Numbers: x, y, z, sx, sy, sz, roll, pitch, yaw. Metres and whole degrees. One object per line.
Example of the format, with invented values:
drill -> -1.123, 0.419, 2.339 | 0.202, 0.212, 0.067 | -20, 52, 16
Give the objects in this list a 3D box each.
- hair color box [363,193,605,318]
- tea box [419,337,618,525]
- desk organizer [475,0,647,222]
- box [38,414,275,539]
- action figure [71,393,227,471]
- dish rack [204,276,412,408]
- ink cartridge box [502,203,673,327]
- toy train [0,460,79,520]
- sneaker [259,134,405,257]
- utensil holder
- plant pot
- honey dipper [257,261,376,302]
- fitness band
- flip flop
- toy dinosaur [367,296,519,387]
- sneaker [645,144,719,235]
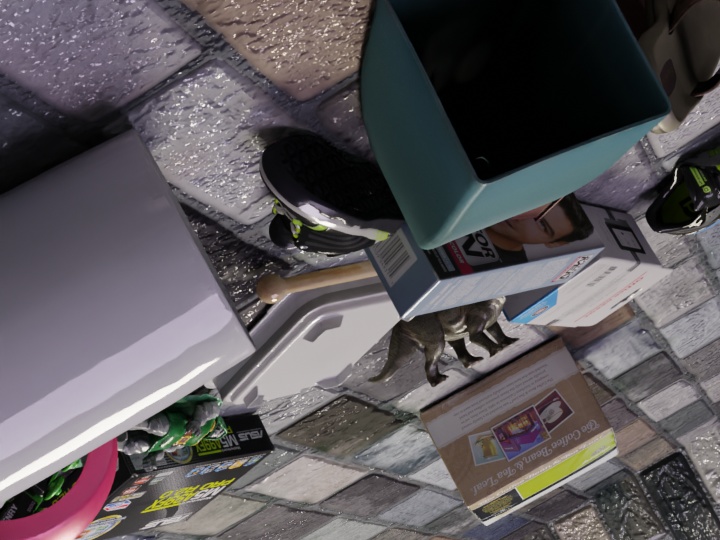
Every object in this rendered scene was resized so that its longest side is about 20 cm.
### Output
hair color box -> 0.096, -0.031, 1.343 | 0.199, 0.099, 0.061 | -11, 154, -42
tea box -> 0.200, 0.204, 2.050 | 0.199, 0.134, 0.197 | -29, 162, 1
desk organizer -> 0.150, -0.118, 1.240 | 0.077, 0.072, 0.200 | -8, 153, -40
box -> -0.204, 0.209, 1.637 | 0.160, 0.044, 0.199 | -41, 157, 32
action figure -> -0.179, 0.143, 1.496 | 0.118, 0.055, 0.200 | -39, 163, 22
dish rack -> -0.033, 0.062, 1.498 | 0.171, 0.044, 0.200 | -12, 156, -42
ink cartridge box -> 0.218, -0.003, 1.638 | 0.116, 0.068, 0.200 | -36, 160, 24
toy train -> -0.245, 0.149, 1.271 | 0.056, 0.042, 0.200 | -32, -158, 45
sneaker -> -0.033, -0.038, 1.190 | 0.083, 0.072, 0.200 | -32, 161, 16
utensil holder -> -0.186, 0.029, 1.004 | 0.199, 0.171, 0.170 | -29, 162, -3
plant pot -> 0.081, -0.102, 1.095 | 0.141, 0.142, 0.200 | -21, 166, -19
honey dipper -> 0.000, 0.000, 1.375 | 0.199, 0.038, 0.038 | -12, 156, -32
fitness band -> -0.252, 0.111, 1.095 | 0.144, 0.199, 0.038 | -50, 154, -31
flip flop -> 0.226, -0.157, 1.118 | 0.057, 0.081, 0.200 | -22, -162, 31
toy dinosaur -> 0.085, 0.044, 1.556 | 0.199, 0.103, 0.077 | -30, 176, 34
sneaker -> 0.354, -0.090, 1.596 | 0.082, 0.071, 0.199 | -17, 162, -47
